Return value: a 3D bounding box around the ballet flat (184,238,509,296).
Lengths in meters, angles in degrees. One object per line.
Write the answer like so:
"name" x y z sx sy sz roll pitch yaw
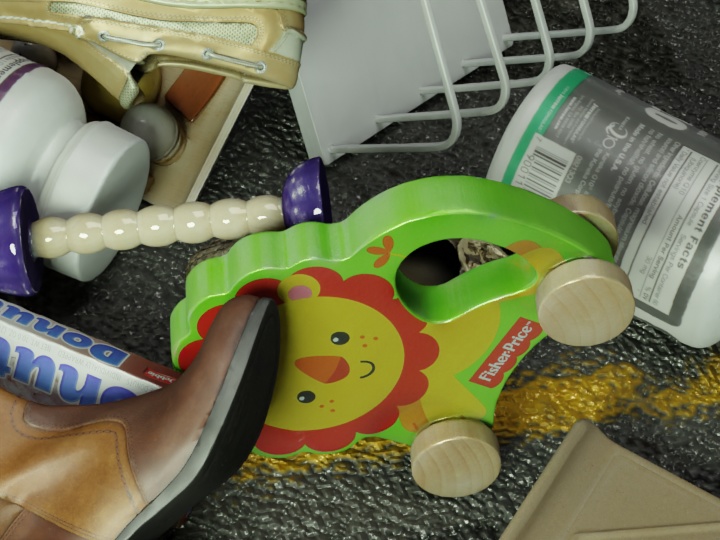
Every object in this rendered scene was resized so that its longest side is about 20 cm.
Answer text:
"ballet flat" 0.000 0.000 1.205 0.198 0.047 0.068 1 44 -15

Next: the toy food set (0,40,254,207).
"toy food set" -0.149 -0.134 1.235 0.199 0.144 0.060 26 -2 12

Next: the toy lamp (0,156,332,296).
"toy lamp" -0.115 -0.021 1.083 0.198 0.059 0.059 -8 42 4

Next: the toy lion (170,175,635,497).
"toy lion" 0.009 0.027 1.074 0.190 0.200 0.069 20 39 -23

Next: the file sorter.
"file sorter" 0.056 -0.168 1.302 0.124 0.140 0.200 2 27 43

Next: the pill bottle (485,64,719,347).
"pill bottle" 0.176 -0.026 1.236 0.199 0.114 0.113 29 43 15

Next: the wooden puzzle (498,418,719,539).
"wooden puzzle" 0.157 0.181 1.065 0.199 0.037 0.185 31 44 9

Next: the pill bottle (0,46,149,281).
"pill bottle" -0.219 -0.071 1.170 0.199 0.113 0.112 24 42 10

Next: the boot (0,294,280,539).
"boot" -0.153 0.062 1.024 0.199 0.190 0.068 27 4 15

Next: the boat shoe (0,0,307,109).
"boat shoe" -0.129 -0.127 1.176 0.198 0.077 0.072 2 -2 8

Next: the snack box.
"snack box" -0.168 0.057 1.073 0.198 0.072 0.024 22 25 8
